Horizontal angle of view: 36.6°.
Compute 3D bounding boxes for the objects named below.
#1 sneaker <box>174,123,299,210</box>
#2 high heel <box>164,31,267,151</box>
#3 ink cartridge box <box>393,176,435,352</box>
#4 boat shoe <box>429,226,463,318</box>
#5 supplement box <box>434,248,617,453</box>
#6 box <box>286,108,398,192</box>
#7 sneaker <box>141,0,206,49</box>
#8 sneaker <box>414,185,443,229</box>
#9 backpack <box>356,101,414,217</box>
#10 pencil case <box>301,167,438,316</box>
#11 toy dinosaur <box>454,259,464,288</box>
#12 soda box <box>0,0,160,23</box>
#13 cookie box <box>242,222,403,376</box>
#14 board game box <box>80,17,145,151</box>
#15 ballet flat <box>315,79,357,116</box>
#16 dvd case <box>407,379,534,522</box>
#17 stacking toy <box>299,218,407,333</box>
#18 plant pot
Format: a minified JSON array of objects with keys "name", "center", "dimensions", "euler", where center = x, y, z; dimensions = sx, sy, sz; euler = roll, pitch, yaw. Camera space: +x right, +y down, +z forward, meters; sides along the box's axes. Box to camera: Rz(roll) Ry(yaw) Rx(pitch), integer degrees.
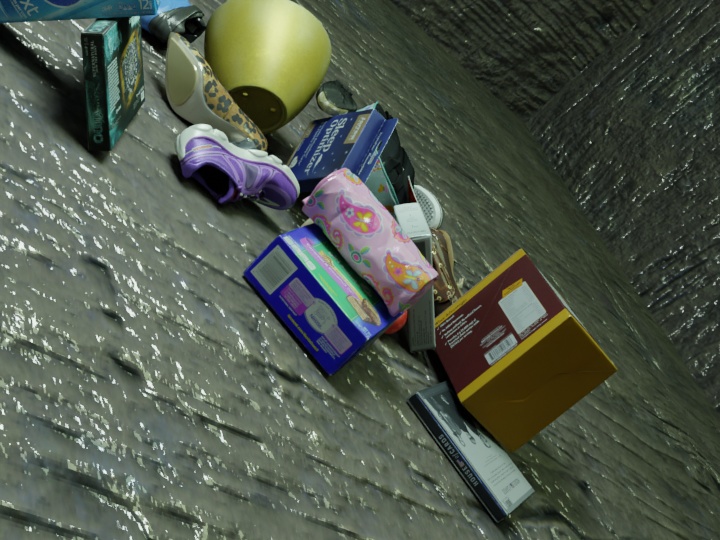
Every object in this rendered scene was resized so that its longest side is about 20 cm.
[{"name":"sneaker","center":[-0.165,-0.115,1.435],"dimensions":[0.199,0.080,0.084],"euler":[22,48,-41]},{"name":"high heel","center":[-0.204,-0.242,1.548],"dimensions":[0.142,0.071,0.201],"euler":[-12,78,-62]},{"name":"ink cartridge box","center":[0.073,-0.012,1.604],"dimensions":[0.174,0.043,0.201],"euler":[-107,-170,-55]},{"name":"boat shoe","center":[0.118,0.028,1.725],"dimensions":[0.070,0.070,0.202],"euler":[5,65,-49]},{"name":"supplement box","center":[0.228,0.114,1.593],"dimensions":[0.133,0.197,0.200],"euler":[45,11,-30]},{"name":"box","center":[-0.036,-0.171,1.565],"dimensions":[0.032,0.122,0.199],"euler":[39,-21,-30]},{"name":"sneaker","center":[-0.284,-0.400,1.677],"dimensions":[0.111,0.077,0.200],"euler":[40,24,-7]},{"name":"sneaker","center":[0.093,-0.108,1.858],"dimensions":[0.079,0.079,0.200],"euler":[12,12,-36]},{"name":"backpack","center":[0.005,-0.151,1.694],"dimensions":[0.200,0.152,0.177],"euler":[-98,166,-67]},{"name":"pencil case","center":[0.010,-0.038,1.399],"dimensions":[0.200,0.087,0.087],"euler":[48,18,4]},{"name":"toy dinosaur","center":[0.120,0.011,1.859],"dimensions":[0.101,0.058,0.201],"euler":[21,37,-22]},{"name":"soda box","center":[-0.333,-0.324,1.242],"dimensions":[0.068,0.198,0.065],"euler":[-105,-169,-64]},{"name":"cookie box","center":[-0.040,0.027,1.399],"dimensions":[0.171,0.075,0.200],"euler":[49,18,4]},{"name":"board game box","center":[-0.291,-0.238,1.291],"dimensions":[0.028,0.136,0.200],"euler":[2,25,0]},{"name":"ballet flat","center":[-0.042,-0.258,1.690],"dimensions":[0.066,0.057,0.200],"euler":[41,11,-8]},{"name":"dvd case","center":[0.155,0.243,1.498],"dimensions":[0.201,0.025,0.150],"euler":[54,19,13]},{"name":"stacking toy","center":[0.000,0.000,1.546],"dimensions":[0.201,0.085,0.085],"euler":[54,19,3]},{"name":"plant pot","center":[-0.151,-0.292,1.648],"dimensions":[0.200,0.199,0.143],"euler":[36,45,-33]}]
